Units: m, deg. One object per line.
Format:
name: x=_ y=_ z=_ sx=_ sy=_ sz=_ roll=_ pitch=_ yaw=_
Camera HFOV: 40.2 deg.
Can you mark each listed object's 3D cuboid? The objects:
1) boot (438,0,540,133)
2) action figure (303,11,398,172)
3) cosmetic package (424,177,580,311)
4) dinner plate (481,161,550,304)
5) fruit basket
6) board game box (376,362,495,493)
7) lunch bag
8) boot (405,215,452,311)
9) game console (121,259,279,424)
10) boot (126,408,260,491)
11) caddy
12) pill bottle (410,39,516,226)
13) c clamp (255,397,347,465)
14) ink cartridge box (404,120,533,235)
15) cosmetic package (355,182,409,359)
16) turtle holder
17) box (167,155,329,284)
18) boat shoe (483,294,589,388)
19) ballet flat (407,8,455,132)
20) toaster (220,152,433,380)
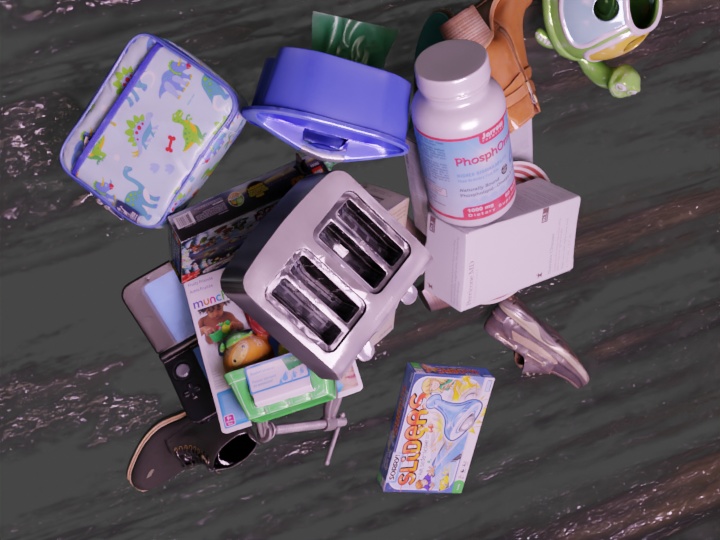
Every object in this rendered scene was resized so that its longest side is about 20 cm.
boot: x=0.188 y=-0.265 z=1.210 sx=0.076 sy=0.200 sz=0.156 roll=-26 pitch=101 yaw=39
action figure: x=-0.030 y=-0.213 z=1.231 sx=0.117 sy=0.055 sz=0.201 roll=7 pitch=105 yaw=-23
cosmetic package: x=0.180 y=-0.036 z=1.254 sx=0.199 sy=0.081 sz=0.114 roll=-21 pitch=125 yaw=-31
dinner plate: x=0.186 y=-0.051 z=1.323 sx=0.199 sy=0.024 sz=0.202 roll=-19 pitch=122 yaw=-32
fruit basket: x=-0.110 y=0.078 z=1.209 sx=0.184 sy=0.094 sz=0.201 roll=-17 pitch=82 yaw=3
board game box: x=0.111 y=0.238 z=1.478 sx=0.134 sy=0.034 sz=0.201 roll=5 pitch=110 yaw=-21
lunch bag: x=-0.242 y=-0.160 z=1.141 sx=0.160 sy=0.082 sz=0.200 roll=38 pitch=97 yaw=3
boot: x=0.123 y=-0.043 z=1.354 sx=0.146 sy=0.070 sz=0.201 roll=-33 pitch=119 yaw=-11
game console: x=-0.176 y=0.066 z=1.266 sx=0.199 sy=0.176 sz=0.117 roll=-30 pitch=147 yaw=-4
boot: x=-0.225 y=0.245 z=1.307 sx=0.200 sy=0.138 sz=0.077 roll=-44 pitch=118 yaw=3
caddy: x=-0.036 y=-0.178 z=1.128 sx=0.199 sy=0.141 sz=0.106 roll=12 pitch=87 yaw=-18
pill bottle: x=0.117 y=-0.156 z=1.129 sx=0.108 sy=0.109 sz=0.201 roll=-24 pitch=134 yaw=-8
c clamp: x=-0.078 y=0.194 z=1.360 sx=0.199 sy=0.027 sz=0.172 roll=11 pitch=99 yaw=-51
ink cartridge box: x=0.148 y=-0.135 z=1.290 sx=0.199 sy=0.041 sz=0.201 roll=-33 pitch=135 yaw=-24
cosmetic package: x=0.000 y=0.000 z=1.280 sx=0.103 sy=0.073 sz=0.201 roll=-37 pitch=139 yaw=-49
turtle holder: x=0.301 y=-0.319 z=1.236 sx=0.140 sy=0.131 sz=0.187 roll=3 pitch=101 yaw=-38
box: x=-0.137 y=-0.062 z=1.200 sx=0.199 sy=0.137 sz=0.040 roll=-26 pitch=76 yaw=-18
boat shoe: x=0.258 y=0.115 z=1.464 sx=0.200 sy=0.075 sz=0.073 roll=41 pitch=105 yaw=-19
ballet flat: x=0.102 y=-0.235 z=1.271 sx=0.065 sy=0.070 sz=0.201 roll=-11 pitch=121 yaw=-43
toaster: x=-0.042 y=-0.003 z=1.098 sx=0.200 sy=0.119 sz=0.181 roll=43 pitch=76 yaw=-15
